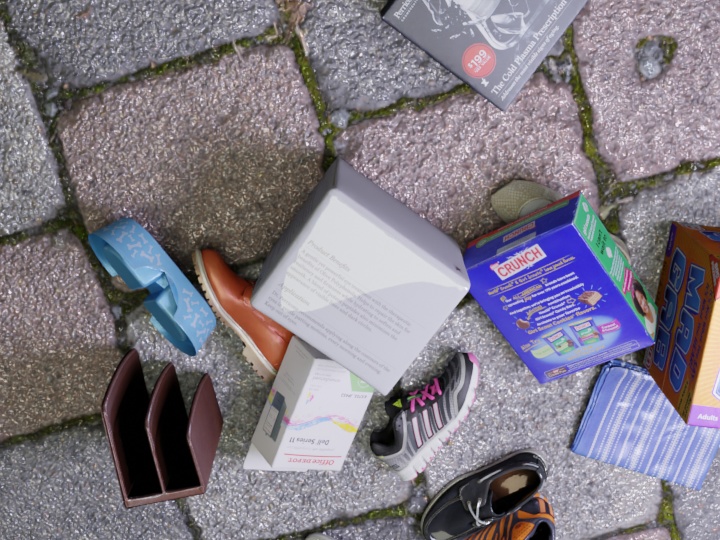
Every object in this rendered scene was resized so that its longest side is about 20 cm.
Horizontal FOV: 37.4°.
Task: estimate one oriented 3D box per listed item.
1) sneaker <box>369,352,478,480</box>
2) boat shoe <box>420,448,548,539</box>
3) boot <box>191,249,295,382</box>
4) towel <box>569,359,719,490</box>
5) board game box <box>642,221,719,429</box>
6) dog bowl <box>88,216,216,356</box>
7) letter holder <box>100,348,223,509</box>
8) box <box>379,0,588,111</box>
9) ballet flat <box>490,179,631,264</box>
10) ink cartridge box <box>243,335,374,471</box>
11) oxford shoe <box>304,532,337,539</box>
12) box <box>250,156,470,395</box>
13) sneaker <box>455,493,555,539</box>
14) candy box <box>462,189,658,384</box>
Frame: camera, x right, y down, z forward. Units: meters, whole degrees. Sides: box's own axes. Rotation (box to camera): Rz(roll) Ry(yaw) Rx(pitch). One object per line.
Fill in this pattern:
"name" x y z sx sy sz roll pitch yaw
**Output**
"sneaker" 0.079 0.184 1.401 0.087 0.074 0.201 28 109 -15
"boat shoe" 0.165 0.313 1.445 0.199 0.068 0.072 -34 99 12
"boot" -0.133 0.037 1.361 0.107 0.075 0.201 -33 112 5
"towel" 0.398 0.211 1.442 0.198 0.024 0.146 17 106 -6
"board game box" 0.487 0.070 1.310 0.198 0.200 0.202 7 106 -2
"dog bowl" -0.256 0.017 1.333 0.050 0.111 0.200 -43 104 -23
"letter holder" -0.245 0.178 1.329 0.100 0.200 0.143 -11 106 2
"box" 0.151 -0.323 1.240 0.182 0.104 0.201 35 103 -9
"ballet flat" 0.258 -0.054 1.341 0.199 0.062 0.068 26 105 -8
"ink cartridge box" -0.063 0.192 1.381 0.116 0.067 0.201 10 109 -38
"oxford shoe" 0.006 0.431 1.486 0.199 0.058 0.076 30 112 6
"box" 0.000 0.000 1.282 0.198 0.200 0.172 34 105 -10
"sneaker" 0.183 0.391 1.444 0.077 0.112 0.200 41 102 -11
"candy box" 0.245 0.025 1.316 0.168 0.077 0.200 -24 117 32
